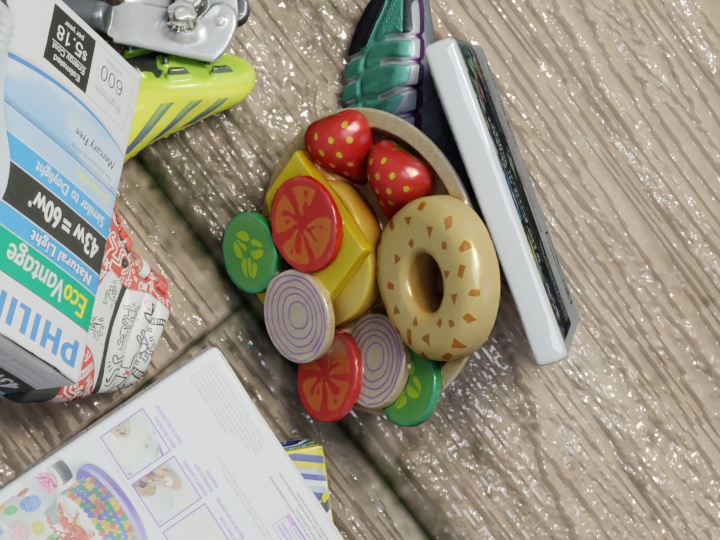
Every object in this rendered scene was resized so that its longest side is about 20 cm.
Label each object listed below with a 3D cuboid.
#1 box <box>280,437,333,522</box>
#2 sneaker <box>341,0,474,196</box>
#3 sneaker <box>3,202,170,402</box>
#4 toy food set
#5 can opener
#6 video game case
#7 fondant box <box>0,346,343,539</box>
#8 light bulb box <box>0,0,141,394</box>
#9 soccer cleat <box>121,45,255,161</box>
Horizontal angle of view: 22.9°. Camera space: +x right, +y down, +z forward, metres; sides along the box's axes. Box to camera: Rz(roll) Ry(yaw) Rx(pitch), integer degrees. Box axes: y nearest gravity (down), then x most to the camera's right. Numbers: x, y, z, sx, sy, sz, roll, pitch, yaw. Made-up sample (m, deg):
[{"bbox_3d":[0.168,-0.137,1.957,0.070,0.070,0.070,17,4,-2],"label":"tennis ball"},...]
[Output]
[{"bbox_3d":[-0.120,0.159,1.140,0.198,0.064,0.071,-9,90,-10],"label":"box"},{"bbox_3d":[0.038,-0.089,1.184,0.087,0.074,0.202,6,88,-34],"label":"sneaker"},{"bbox_3d":[-0.171,-0.019,1.115,0.108,0.067,0.203,1,96,-51],"label":"sneaker"},{"bbox_3d":[0.000,0.000,1.113,0.048,0.198,0.201,-12,58,-46],"label":"toy food set"},{"bbox_3d":[-0.172,-0.174,1.147,0.198,0.066,0.053,12,84,0],"label":"can opener"},{"bbox_3d":[0.093,-0.048,1.125,0.023,0.182,0.201,-19,92,10],"label":"video game case"},{"bbox_3d":[-0.132,0.160,1.077,0.199,0.058,0.145,-34,94,-9],"label":"fondant box"},{"bbox_3d":[-0.235,-0.060,0.941,0.124,0.198,0.201,-9,59,29],"label":"light bulb box"},{"bbox_3d":[-0.163,-0.094,1.151,0.199,0.065,0.084,-16,121,-14],"label":"soccer cleat"}]
